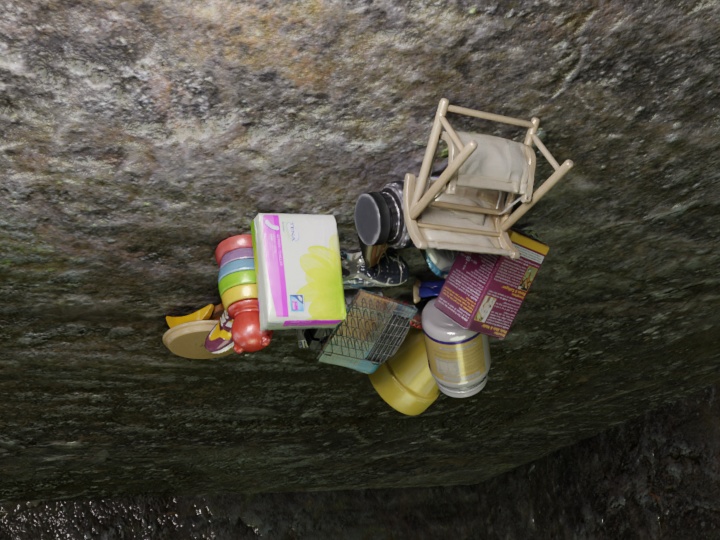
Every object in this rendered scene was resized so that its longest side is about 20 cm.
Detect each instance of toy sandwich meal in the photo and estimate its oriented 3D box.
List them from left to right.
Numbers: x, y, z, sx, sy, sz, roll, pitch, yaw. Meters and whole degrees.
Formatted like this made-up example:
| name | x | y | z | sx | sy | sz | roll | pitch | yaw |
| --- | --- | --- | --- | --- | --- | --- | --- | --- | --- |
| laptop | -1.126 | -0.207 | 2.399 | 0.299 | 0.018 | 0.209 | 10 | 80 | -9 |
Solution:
| name | x | y | z | sx | sy | sz | roll | pitch | yaw |
| --- | --- | --- | --- | --- | --- | --- | --- | --- | --- |
| toy sandwich meal | -0.329 | 0.126 | 1.779 | 0.200 | 0.072 | 0.206 | -6 | 154 | -3 |

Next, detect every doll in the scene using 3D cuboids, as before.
| name | x | y | z | sx | sy | sz | roll | pitch | yaw |
| --- | --- | --- | --- | --- | --- | --- | --- | --- | --- |
| doll | 0.215 | 0.038 | 1.770 | 0.195 | 0.050 | 0.137 | -1 | -163 | 13 |

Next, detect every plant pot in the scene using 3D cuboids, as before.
| name | x | y | z | sx | sy | sz | roll | pitch | yaw |
| --- | --- | --- | --- | --- | --- | --- | --- | --- | --- |
| plant pot | 0.143 | 0.217 | 2.020 | 0.198 | 0.203 | 0.189 | 14 | 131 | -42 |

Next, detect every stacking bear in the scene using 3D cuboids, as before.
| name | x | y | z | sx | sy | sz | roll | pitch | yaw |
| --- | --- | --- | --- | --- | --- | --- | --- | --- | --- |
| stacking bear | -0.204 | 0.050 | 1.505 | 0.118 | 0.204 | 0.114 | -13 | 155 | 7 |

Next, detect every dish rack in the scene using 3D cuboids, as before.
| name | x | y | z | sx | sy | sz | roll | pitch | yaw |
| --- | --- | --- | --- | --- | --- | --- | --- | --- | --- |
| dish rack | -0.004 | 0.113 | 1.652 | 0.196 | 0.055 | 0.155 | 14 | 127 | -23 |

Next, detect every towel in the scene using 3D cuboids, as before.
| name | x | y | z | sx | sy | sz | roll | pitch | yaw |
| --- | --- | --- | --- | --- | --- | --- | --- | --- | --- |
| towel | 0.013 | 0.130 | 1.717 | 0.144 | 0.022 | 0.202 | 17 | 124 | -25 |

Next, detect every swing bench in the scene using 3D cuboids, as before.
| name | x | y | z | sx | sy | sz | roll | pitch | yaw |
| --- | --- | --- | --- | --- | --- | --- | --- | --- | --- |
| swing bench | 0.187 | -0.136 | 1.295 | 0.195 | 0.131 | 0.202 | 5 | 129 | -28 |

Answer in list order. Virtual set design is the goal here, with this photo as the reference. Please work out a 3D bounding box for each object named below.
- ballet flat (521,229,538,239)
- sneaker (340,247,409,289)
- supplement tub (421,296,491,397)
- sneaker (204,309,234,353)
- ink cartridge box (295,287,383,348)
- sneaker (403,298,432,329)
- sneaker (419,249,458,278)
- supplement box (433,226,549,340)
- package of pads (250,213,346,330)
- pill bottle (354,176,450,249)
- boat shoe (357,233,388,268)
| name | x | y | z | sx | sy | sz | roll | pitch | yaw |
| --- | --- | --- | --- | --- | --- | --- | --- | --- | --- |
| ballet flat | 0.267 | -0.033 | 1.683 | 0.198 | 0.076 | 0.074 | -30 | 149 | 31 |
| sneaker | 0.000 | 0.000 | 1.651 | 0.195 | 0.080 | 0.087 | 5 | 158 | -10 |
| supplement tub | 0.214 | 0.165 | 1.821 | 0.142 | 0.147 | 0.203 | -11 | 127 | 2 |
| sneaker | -0.250 | 0.078 | 1.658 | 0.199 | 0.075 | 0.090 | -42 | 129 | 0 |
| ink cartridge box | -0.044 | 0.092 | 1.764 | 0.195 | 0.111 | 0.051 | -10 | 156 | -3 |
| sneaker | 0.179 | 0.090 | 1.900 | 0.196 | 0.072 | 0.098 | 9 | 142 | -29 |
| sneaker | 0.188 | -0.023 | 1.623 | 0.086 | 0.076 | 0.199 | -34 | 140 | 21 |
| supplement box | 0.249 | 0.012 | 1.568 | 0.129 | 0.103 | 0.203 | 17 | 103 | -45 |
| package of pads | -0.105 | 0.000 | 1.443 | 0.151 | 0.205 | 0.068 | 0 | 160 | -24 |
| pill bottle | 0.093 | -0.097 | 1.390 | 0.196 | 0.114 | 0.112 | -10 | 158 | -29 |
| boat shoe | 0.035 | -0.069 | 1.509 | 0.072 | 0.077 | 0.201 | -11 | 156 | -7 |
